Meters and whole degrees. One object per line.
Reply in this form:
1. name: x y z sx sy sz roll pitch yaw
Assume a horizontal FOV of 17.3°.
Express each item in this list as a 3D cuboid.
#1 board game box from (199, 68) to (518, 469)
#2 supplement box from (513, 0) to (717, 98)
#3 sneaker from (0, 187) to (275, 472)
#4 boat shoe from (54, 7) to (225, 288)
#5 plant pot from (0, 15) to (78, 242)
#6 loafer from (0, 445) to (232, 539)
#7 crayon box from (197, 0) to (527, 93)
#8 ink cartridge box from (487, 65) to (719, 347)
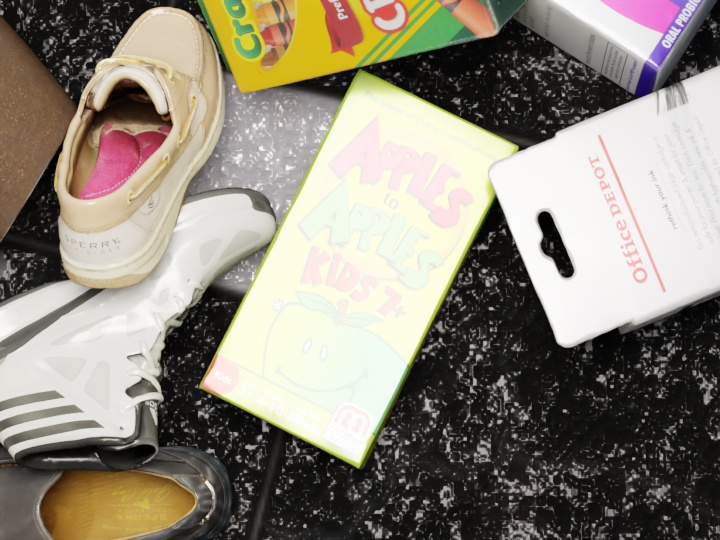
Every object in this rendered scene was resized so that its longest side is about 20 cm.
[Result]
1. board game box: 0.000 0.000 1.331 0.101 0.048 0.200 26 86 5
2. supplement box: 0.107 -0.195 1.321 0.200 0.103 0.101 32 87 7
3. sneaker: -0.116 0.044 1.300 0.200 0.076 0.115 -30 68 -9
4. boat shoe: -0.120 -0.083 1.290 0.073 0.069 0.200 2 47 9
5. plant pot: -0.264 -0.101 1.302 0.200 0.187 0.187 32 86 -9
6. loafer: -0.173 0.129 1.312 0.199 0.072 0.073 -9 85 2
7. crayon box: -0.023 -0.173 1.283 0.200 0.051 0.127 -11 112 32
8. ink cartridge box: 0.180 -0.041 1.314 0.200 0.068 0.116 -22 83 -3
